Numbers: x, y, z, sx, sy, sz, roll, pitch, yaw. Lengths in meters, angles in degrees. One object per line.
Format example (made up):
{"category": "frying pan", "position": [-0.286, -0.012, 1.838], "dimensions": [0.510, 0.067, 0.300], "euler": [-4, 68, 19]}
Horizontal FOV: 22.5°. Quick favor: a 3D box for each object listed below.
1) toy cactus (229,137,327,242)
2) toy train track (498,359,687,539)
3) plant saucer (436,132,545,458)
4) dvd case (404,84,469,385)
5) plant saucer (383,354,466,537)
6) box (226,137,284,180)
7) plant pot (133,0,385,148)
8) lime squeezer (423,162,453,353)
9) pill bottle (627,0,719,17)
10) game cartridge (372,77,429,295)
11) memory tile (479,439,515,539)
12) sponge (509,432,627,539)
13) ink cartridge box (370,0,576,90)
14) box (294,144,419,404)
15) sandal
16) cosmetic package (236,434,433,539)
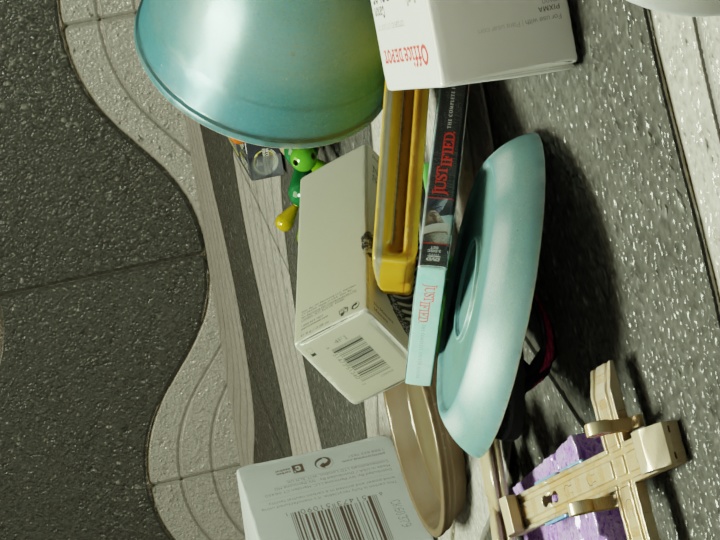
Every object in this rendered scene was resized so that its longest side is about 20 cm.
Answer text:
{"category": "toy cactus", "position": [-0.068, -0.119, 1.832], "dimensions": [0.165, 0.102, 0.200], "euler": [-101, -7, -74]}
{"category": "toy train track", "position": [0.119, 0.122, 1.031], "dimensions": [0.200, 0.033, 0.115], "euler": [137, 124, -62]}
{"category": "plant saucer", "position": [0.075, 0.013, 1.099], "dimensions": [0.200, 0.027, 0.200], "euler": [-170, 90, -86]}
{"category": "dvd case", "position": [0.052, -0.046, 1.186], "dimensions": [0.146, 0.022, 0.200], "euler": [94, -178, -58]}
{"category": "plant saucer", "position": [0.054, 0.131, 1.572], "dimensions": [0.200, 0.029, 0.200], "euler": [168, 90, -81]}
{"category": "box", "position": [-0.144, -0.217, 2.227], "dimensions": [0.200, 0.049, 0.161], "euler": [-124, 25, -65]}
{"category": "plant pot", "position": [-0.047, -0.224, 1.300], "dimensions": [0.188, 0.200, 0.200], "euler": [113, 146, -47]}
{"category": "lime squeezer", "position": [0.070, 0.020, 1.369], "dimensions": [0.071, 0.038, 0.200], "euler": [-39, -59, -66]}
{"category": "pill bottle", "position": [0.118, -0.186, 0.584], "dimensions": [0.200, 0.111, 0.111], "euler": [88, 166, -45]}
{"category": "game cartridge", "position": [0.031, -0.079, 1.235], "dimensions": [0.200, 0.032, 0.176], "euler": [64, -150, -83]}
{"category": "memory tile", "position": [0.096, 0.160, 1.271], "dimensions": [0.200, 0.017, 0.153], "euler": [-88, -11, -74]}
{"category": "sponge", "position": [0.138, 0.172, 1.141], "dimensions": [0.200, 0.030, 0.112], "euler": [111, 147, -72]}
{"category": "ink cartridge box", "position": [0.050, -0.205, 1.029], "dimensions": [0.147, 0.083, 0.200], "euler": [-157, 56, -78]}
{"category": "box", "position": [0.000, 0.000, 1.390], "dimensions": [0.082, 0.068, 0.200], "euler": [47, -153, -34]}
{"category": "sandal", "position": [0.101, 0.041, 1.172], "dimensions": [0.200, 0.045, 0.075], "euler": [-90, 10, -64]}
{"category": "cosmetic package", "position": [-0.021, 0.303, 1.805], "dimensions": [0.165, 0.165, 0.200], "euler": [-115, 17, -53]}
